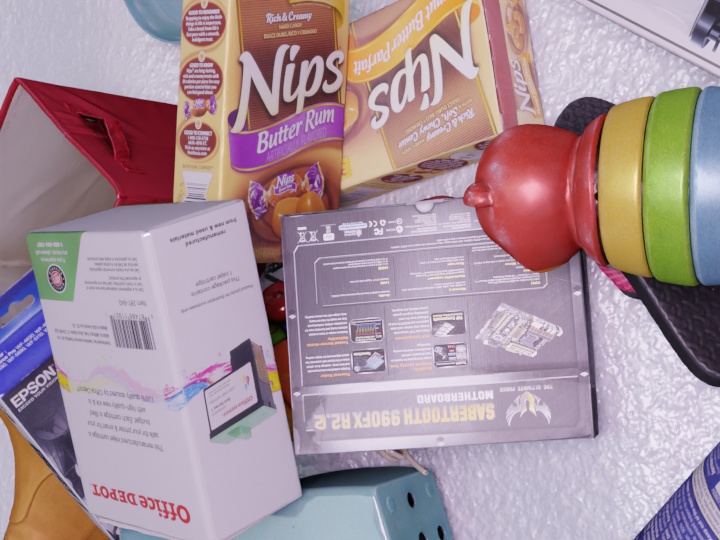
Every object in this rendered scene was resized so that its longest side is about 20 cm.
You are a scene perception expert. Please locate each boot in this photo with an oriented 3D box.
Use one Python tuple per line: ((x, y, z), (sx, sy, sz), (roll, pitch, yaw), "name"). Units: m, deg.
((-0.248, 0.172, 0.995), (0.145, 0.200, 0.071), (-56, 18, -4), "boot")

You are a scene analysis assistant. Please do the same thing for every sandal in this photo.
((0.171, -0.015, 0.792), (0.202, 0.074, 0.045), (62, 160, 16), "sandal")

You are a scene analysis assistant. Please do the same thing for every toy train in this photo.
((-0.052, 0.105, 0.923), (0.200, 0.115, 0.085), (48, 161, 44), "toy train")

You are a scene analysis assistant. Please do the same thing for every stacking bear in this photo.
((0.158, -0.042, 0.711), (0.197, 0.122, 0.115), (1, 114, 22), "stacking bear")

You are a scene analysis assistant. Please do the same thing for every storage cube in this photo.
((-0.194, -0.028, 1.045), (0.171, 0.179, 0.202), (43, 115, 34), "storage cube")

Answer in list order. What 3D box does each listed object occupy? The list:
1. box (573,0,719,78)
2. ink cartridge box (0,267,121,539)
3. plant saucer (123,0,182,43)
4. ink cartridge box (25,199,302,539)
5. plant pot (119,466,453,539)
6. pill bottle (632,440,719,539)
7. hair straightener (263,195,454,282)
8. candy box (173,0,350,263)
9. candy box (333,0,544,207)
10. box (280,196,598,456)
((0.202, -0.188, 0.771), (0.199, 0.060, 0.118), (37, 112, 37), "box")
((-0.196, 0.094, 0.932), (0.099, 0.201, 0.039), (-43, 34, -19), "ink cartridge box")
((-0.138, -0.292, 1.104), (0.198, 0.027, 0.203), (-1, 89, 42), "plant saucer")
((-0.128, 0.063, 0.849), (0.144, 0.083, 0.203), (1, 106, 46), "ink cartridge box")
((-0.038, 0.214, 0.918), (0.198, 0.141, 0.143), (-23, 80, 28), "plant pot")
((0.206, 0.173, 0.722), (0.112, 0.111, 0.201), (51, 120, 30), "pill bottle")
((0.000, 0.000, 0.960), (0.198, 0.041, 0.078), (-12, 81, 41), "hair straightener")
((-0.068, -0.107, 0.900), (0.056, 0.116, 0.203), (6, 96, 43), "candy box")
((0.030, -0.124, 0.927), (0.198, 0.055, 0.117), (-15, 79, 41), "candy box")
((0.051, 0.035, 0.850), (0.197, 0.048, 0.161), (-6, 85, 12), "box")
